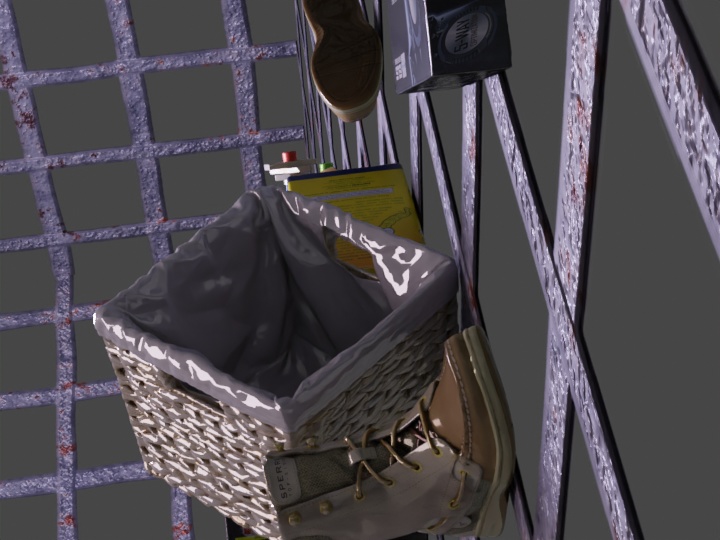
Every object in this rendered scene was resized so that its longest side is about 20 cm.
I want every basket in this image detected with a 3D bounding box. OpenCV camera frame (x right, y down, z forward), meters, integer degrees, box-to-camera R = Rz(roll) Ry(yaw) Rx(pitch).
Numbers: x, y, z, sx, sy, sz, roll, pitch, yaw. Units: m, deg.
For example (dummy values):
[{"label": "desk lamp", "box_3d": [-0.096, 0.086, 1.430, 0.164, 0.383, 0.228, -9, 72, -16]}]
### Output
[{"label": "basket", "box_3d": [-0.051, 0.070, 1.223, 0.197, 0.200, 0.162, 23, 138, 34]}]

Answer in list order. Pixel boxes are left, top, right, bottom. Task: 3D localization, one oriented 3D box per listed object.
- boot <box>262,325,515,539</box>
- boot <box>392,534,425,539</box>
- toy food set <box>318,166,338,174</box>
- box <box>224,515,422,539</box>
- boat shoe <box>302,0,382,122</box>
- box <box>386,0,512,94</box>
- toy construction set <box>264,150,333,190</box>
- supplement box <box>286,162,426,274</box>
[{"label": "boot", "box_3d": [0.015, 0.115, 1.036, 0.201, 0.153, 0.072, 87, 174, -53]}, {"label": "boot", "box_3d": [0.029, 0.266, 1.711, 0.200, 0.064, 0.188, 112, 172, -77]}, {"label": "toy food set", "box_3d": [-0.023, -0.013, 1.926, 0.200, 0.048, 0.200, 151, 106, -69]}, {"label": "box", "box_3d": [-0.028, 0.161, 1.467, 0.044, 0.198, 0.161, 92, 169, -71]}, {"label": "boat shoe", "box_3d": [-0.011, -0.204, 1.616, 0.201, 0.073, 0.067, -98, -9, -47]}, {"label": "box", "box_3d": [0.041, -0.184, 0.932, 0.200, 0.043, 0.162, -136, 40, -84]}, {"label": "toy construction set", "box_3d": [-0.057, -0.057, 2.062, 0.092, 0.130, 0.202, -102, 6, -70]}, {"label": "supplement box", "box_3d": [0.000, 0.000, 1.441, 0.200, 0.109, 0.110, -102, 6, -62]}]
